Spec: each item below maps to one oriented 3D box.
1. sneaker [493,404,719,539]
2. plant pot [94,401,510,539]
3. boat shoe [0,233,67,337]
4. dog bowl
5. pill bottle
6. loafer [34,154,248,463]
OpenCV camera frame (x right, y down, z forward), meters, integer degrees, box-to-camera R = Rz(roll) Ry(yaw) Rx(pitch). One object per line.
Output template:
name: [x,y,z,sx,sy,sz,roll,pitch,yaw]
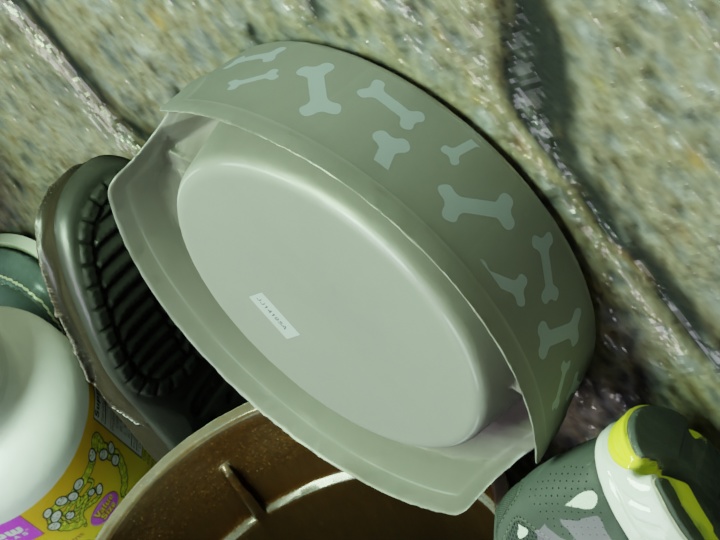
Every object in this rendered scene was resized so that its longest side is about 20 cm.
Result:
sneaker: [0.121,0.137,1.019,0.085,0.074,0.200,-21,110,29]
plant pot: [0.011,0.181,1.153,0.200,0.200,0.198,16,152,43]
boat shoe: [-0.185,0.033,1.323,0.073,0.062,0.200,52,152,-14]
dog bowl: [0.000,0.000,1.022,0.200,0.059,0.200,33,152,20]
pill bottle: [-0.151,0.082,1.245,0.104,0.104,0.200,24,167,33]
loafer: [-0.096,0.029,1.179,0.071,0.073,0.200,19,146,36]
